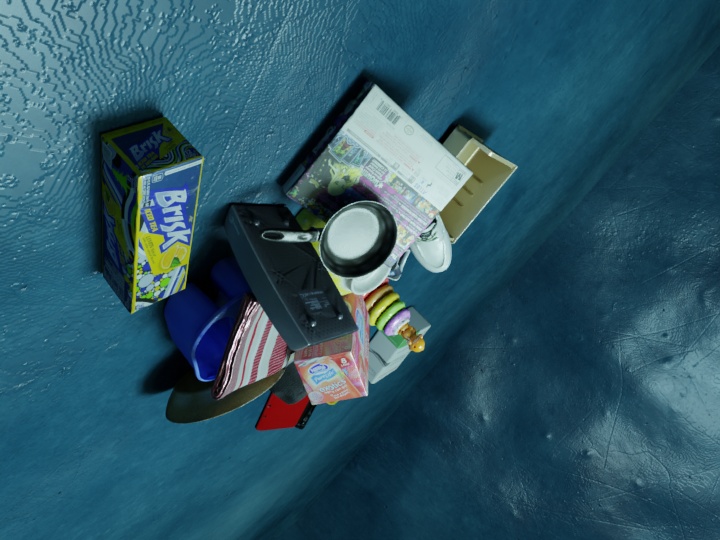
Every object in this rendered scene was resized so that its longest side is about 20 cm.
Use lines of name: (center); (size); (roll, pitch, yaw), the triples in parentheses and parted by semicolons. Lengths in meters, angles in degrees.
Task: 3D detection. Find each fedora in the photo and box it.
fedora: (-0.124, 0.206, 1.250); (0.200, 0.092, 0.201); (-36, 172, -6)

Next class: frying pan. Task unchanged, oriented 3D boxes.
frying pan: (-0.038, -0.032, 0.828); (0.190, 0.031, 0.115); (-17, 125, -17)

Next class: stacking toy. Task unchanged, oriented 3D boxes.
stacking toy: (0.061, 0.092, 1.297); (0.110, 0.200, 0.116); (-13, 143, -58)

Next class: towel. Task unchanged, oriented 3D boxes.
towel: (-0.127, 0.092, 0.870); (0.144, 0.023, 0.200); (-69, 163, 10)

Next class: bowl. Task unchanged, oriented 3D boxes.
bowl: (-0.013, -0.026, 0.976); (0.200, 0.108, 0.200); (-30, 146, -23)

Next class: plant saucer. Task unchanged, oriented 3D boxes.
plant saucer: (-0.217, 0.170, 0.987); (0.200, 0.036, 0.200); (-18, -165, 5)

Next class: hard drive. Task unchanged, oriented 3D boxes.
hard drive: (-0.092, 0.008, 0.808); (0.042, 0.200, 0.135); (-37, 167, 26)

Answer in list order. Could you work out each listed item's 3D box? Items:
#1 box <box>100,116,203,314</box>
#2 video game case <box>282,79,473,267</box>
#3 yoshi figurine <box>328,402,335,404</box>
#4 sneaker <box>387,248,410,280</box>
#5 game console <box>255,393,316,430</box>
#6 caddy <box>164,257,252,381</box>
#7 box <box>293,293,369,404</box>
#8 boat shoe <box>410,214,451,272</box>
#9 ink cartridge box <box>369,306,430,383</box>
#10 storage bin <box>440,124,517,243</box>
box: (-0.212, -0.049, 0.627); (0.070, 0.064, 0.200); (-30, 157, -38)
video game case: (0.027, -0.123, 0.849); (0.200, 0.036, 0.181); (33, 103, -31)
yoshi figurine: (-0.046, 0.206, 1.446); (0.200, 0.112, 0.113); (-62, 142, -58)
sneaker: (0.000, 0.000, 1.117); (0.200, 0.108, 0.070); (-44, 161, -4)
game console: (-0.160, 0.300, 1.555); (0.173, 0.118, 0.200); (-72, -173, -48)
caddy: (-0.188, 0.078, 0.881); (0.141, 0.105, 0.200); (-37, 160, -26)
box: (-0.043, 0.108, 1.032); (0.094, 0.200, 0.103); (-12, 124, 10)
boat shoe: (0.106, -0.076, 1.087); (0.073, 0.200, 0.067); (-21, -159, 11)
ink cartridge box: (0.090, 0.214, 1.804); (0.146, 0.084, 0.200); (-18, 147, -54)
storage bin: (0.179, -0.158, 1.192); (0.200, 0.094, 0.198); (-51, 161, 18)
